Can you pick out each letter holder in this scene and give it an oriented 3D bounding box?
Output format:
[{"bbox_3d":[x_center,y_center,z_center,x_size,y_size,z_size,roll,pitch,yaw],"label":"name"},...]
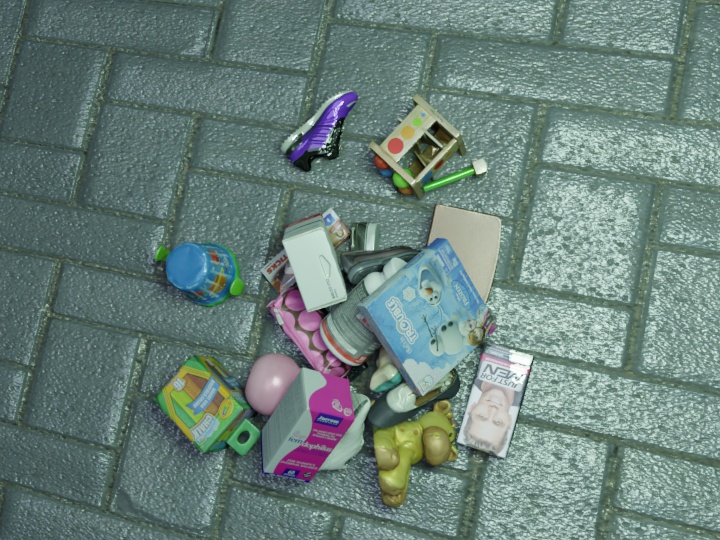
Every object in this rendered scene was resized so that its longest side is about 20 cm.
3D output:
[{"bbox_3d":[0.197,-0.012,1.542,0.141,0.101,0.202,12,84,12],"label":"letter holder"}]

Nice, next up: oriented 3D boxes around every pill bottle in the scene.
[{"bbox_3d":[0.026,0.077,1.485,0.200,0.116,0.116,-45,75,21],"label":"pill bottle"}]

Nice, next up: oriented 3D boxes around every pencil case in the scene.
[{"bbox_3d":[-0.101,0.129,1.563,0.200,0.093,0.091,48,112,22],"label":"pencil case"}]

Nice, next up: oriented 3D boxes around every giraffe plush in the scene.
[{"bbox_3d":[0.108,0.330,1.500,0.160,0.174,0.201,-8,45,1],"label":"giraffe plush"}]

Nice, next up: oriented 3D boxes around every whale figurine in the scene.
[{"bbox_3d":[0.093,0.165,1.498,0.104,0.200,0.159,44,132,-8],"label":"whale figurine"}]

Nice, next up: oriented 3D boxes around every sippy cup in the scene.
[{"bbox_3d":[-0.337,0.000,1.640,0.176,0.130,0.141,-14,78,10],"label":"sippy cup"}]

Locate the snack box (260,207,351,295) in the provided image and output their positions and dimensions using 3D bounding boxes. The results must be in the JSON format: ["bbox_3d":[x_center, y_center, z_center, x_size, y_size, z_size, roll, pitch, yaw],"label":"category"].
[{"bbox_3d":[-0.113,-0.038,1.650,0.200,0.024,0.072,-41,77,4],"label":"snack box"}]

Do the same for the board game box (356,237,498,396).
[{"bbox_3d":[0.124,0.082,1.405,0.199,0.043,0.201,-39,108,-17],"label":"board game box"}]

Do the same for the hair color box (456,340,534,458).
[{"bbox_3d":[0.260,0.246,1.508,0.099,0.061,0.202,15,86,14],"label":"hair color box"}]

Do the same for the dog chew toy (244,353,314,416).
[{"bbox_3d":[-0.126,0.243,1.565,0.198,0.125,0.126,19,86,0],"label":"dog chew toy"}]

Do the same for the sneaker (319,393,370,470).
[{"bbox_3d":[-0.028,0.312,1.526,0.201,0.086,0.075,-58,34,30],"label":"sneaker"}]

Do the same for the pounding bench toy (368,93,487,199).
[{"bbox_3d":[0.136,-0.213,1.571,0.200,0.124,0.156,44,92,15],"label":"pounding bench toy"}]

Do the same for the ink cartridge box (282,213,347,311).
[{"bbox_3d":[-0.088,-0.020,1.529,0.083,0.200,0.146,-19,102,0],"label":"ink cartridge box"}]

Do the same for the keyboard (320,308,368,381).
[{"bbox_3d":[-0.053,0.127,1.616,0.127,0.021,0.200,-40,76,4],"label":"keyboard"}]

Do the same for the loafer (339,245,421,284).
[{"bbox_3d":[0.047,-0.025,1.544,0.063,0.199,0.072,55,134,26],"label":"loafer"}]

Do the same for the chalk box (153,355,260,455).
[{"bbox_3d":[-0.291,0.284,1.590,0.200,0.124,0.125,41,92,15],"label":"chalk box"}]

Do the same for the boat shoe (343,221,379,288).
[{"bbox_3d":[0.000,0.000,1.601,0.063,0.071,0.202,2,75,13],"label":"boat shoe"}]

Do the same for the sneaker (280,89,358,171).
[{"bbox_3d":[-0.066,-0.286,1.661,0.200,0.070,0.100,-42,82,8],"label":"sneaker"}]

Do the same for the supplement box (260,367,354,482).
[{"bbox_3d":[-0.102,0.290,1.467,0.100,0.104,0.201,17,124,-23],"label":"supplement box"}]

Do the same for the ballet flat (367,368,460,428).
[{"bbox_3d":[0.102,0.226,1.461,0.198,0.073,0.074,-19,76,-24],"label":"ballet flat"}]
